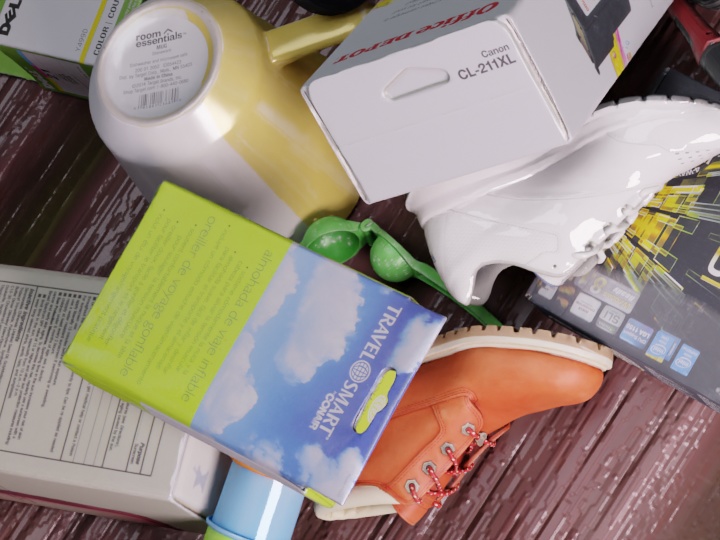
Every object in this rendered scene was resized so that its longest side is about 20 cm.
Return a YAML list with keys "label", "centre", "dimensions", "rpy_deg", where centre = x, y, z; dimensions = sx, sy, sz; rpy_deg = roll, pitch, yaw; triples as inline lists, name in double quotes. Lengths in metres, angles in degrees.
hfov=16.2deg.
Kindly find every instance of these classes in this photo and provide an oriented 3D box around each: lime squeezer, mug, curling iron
- label: "lime squeezer"
  centre: [0.000, 0.000, 1.509]
  dimensions: [0.199, 0.038, 0.071]
  rpy_deg: [6, 46, 19]
- label: "mug"
  centre: [-0.077, -0.109, 1.529]
  dimensions: [0.149, 0.153, 0.187]
  rpy_deg: [40, 89, 31]
- label: "curling iron"
  centre: [0.207, -0.130, 1.432]
  dimensions: [0.050, 0.026, 0.200]
  rpy_deg: [-37, 31, 16]

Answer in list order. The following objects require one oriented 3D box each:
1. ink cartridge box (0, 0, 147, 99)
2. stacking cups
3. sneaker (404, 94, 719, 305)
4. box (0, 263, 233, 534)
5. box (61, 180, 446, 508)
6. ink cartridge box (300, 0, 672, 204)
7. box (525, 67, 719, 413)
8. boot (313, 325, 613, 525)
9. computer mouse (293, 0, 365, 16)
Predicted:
- label: "ink cartridge box"
  centre: [-0.201, -0.200, 1.665]
  dimensions: [0.199, 0.076, 0.148]
  rpy_deg: [14, 77, 27]
- label: "stacking cups"
  centre: [-0.056, 0.133, 1.438]
  dimensions: [0.060, 0.060, 0.201]
  rpy_deg: [23, 97, 30]
- label: "sneaker"
  centre: [0.126, -0.041, 1.419]
  dimensions: [0.199, 0.074, 0.087]
  rpy_deg: [-21, 77, 23]
- label: "box"
  centre: [-0.157, 0.077, 1.519]
  dimensions: [0.199, 0.109, 0.128]
  rpy_deg: [7, 73, 26]
- label: "box"
  centre: [-0.055, 0.043, 1.397]
  dimensions: [0.199, 0.048, 0.122]
  rpy_deg: [25, 82, 27]
- label: "ink cartridge box"
  centre: [0.078, -0.134, 1.429]
  dimensions: [0.145, 0.083, 0.200]
  rpy_deg: [-16, 23, 36]
- label: "box"
  centre: [0.215, -0.004, 1.416]
  dimensions: [0.200, 0.049, 0.162]
  rpy_deg: [30, 87, 32]
- label: "boot"
  centre: [0.055, 0.090, 1.445]
  dimensions: [0.199, 0.075, 0.108]
  rpy_deg: [-12, 69, 29]
- label: "computer mouse"
  centre: [0.033, -0.234, 1.469]
  dimensions: [0.046, 0.140, 0.201]
  rpy_deg: [38, 105, 52]
